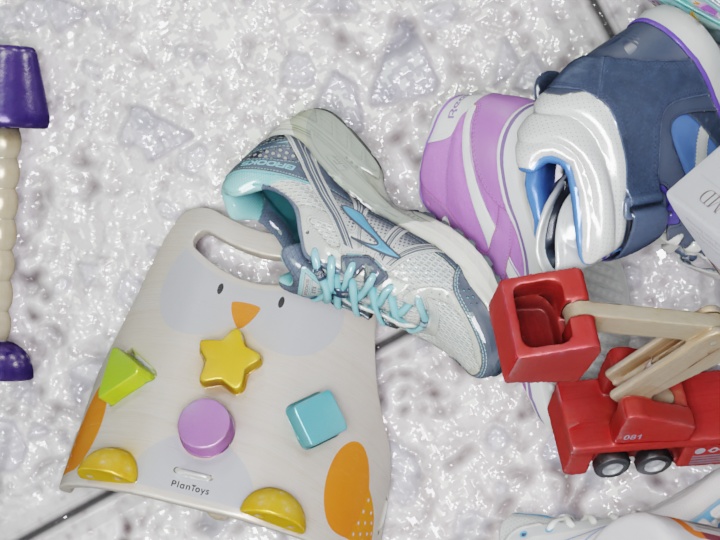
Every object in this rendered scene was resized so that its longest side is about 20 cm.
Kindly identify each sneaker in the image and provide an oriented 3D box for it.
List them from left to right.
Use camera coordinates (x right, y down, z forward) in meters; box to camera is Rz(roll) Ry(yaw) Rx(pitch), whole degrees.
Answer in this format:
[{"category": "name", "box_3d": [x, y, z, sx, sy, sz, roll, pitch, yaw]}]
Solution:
[{"category": "sneaker", "box_3d": [0.000, 0.000, 1.163, 0.086, 0.078, 0.200, -33, 64, -32]}, {"category": "sneaker", "box_3d": [0.089, -0.008, 1.178, 0.114, 0.072, 0.202, 17, 123, 50]}, {"category": "sneaker", "box_3d": [0.126, 0.163, 1.171, 0.200, 0.075, 0.087, -37, 69, 5]}, {"category": "sneaker", "box_3d": [0.153, -0.025, 1.095, 0.146, 0.080, 0.201, -42, 119, -20]}]

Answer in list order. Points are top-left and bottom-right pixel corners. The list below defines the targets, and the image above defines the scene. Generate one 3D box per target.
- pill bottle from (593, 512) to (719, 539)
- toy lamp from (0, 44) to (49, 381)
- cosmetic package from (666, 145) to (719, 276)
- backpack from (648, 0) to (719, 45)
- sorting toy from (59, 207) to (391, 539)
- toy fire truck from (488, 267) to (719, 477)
[{"category": "pill bottle", "box_3d": [0.218, 0.201, 1.089, 0.199, 0.114, 0.115, 15, 97, -23]}, {"category": "toy lamp", "box_3d": [-0.219, -0.036, 1.241, 0.058, 0.058, 0.201, 5, 93, 12]}, {"category": "cosmetic package", "box_3d": [0.256, -0.061, 0.974, 0.200, 0.102, 0.074, -40, 123, -1]}, {"category": "backpack", "box_3d": [0.217, -0.204, 1.093, 0.199, 0.153, 0.176, 31, 104, 16]}, {"category": "sorting toy", "box_3d": [-0.072, 0.058, 1.207, 0.199, 0.107, 0.181, 12, 76, 11]}, {"category": "toy fire truck", "box_3d": [0.160, 0.054, 1.093, 0.199, 0.141, 0.049, -3, 56, -12]}]
